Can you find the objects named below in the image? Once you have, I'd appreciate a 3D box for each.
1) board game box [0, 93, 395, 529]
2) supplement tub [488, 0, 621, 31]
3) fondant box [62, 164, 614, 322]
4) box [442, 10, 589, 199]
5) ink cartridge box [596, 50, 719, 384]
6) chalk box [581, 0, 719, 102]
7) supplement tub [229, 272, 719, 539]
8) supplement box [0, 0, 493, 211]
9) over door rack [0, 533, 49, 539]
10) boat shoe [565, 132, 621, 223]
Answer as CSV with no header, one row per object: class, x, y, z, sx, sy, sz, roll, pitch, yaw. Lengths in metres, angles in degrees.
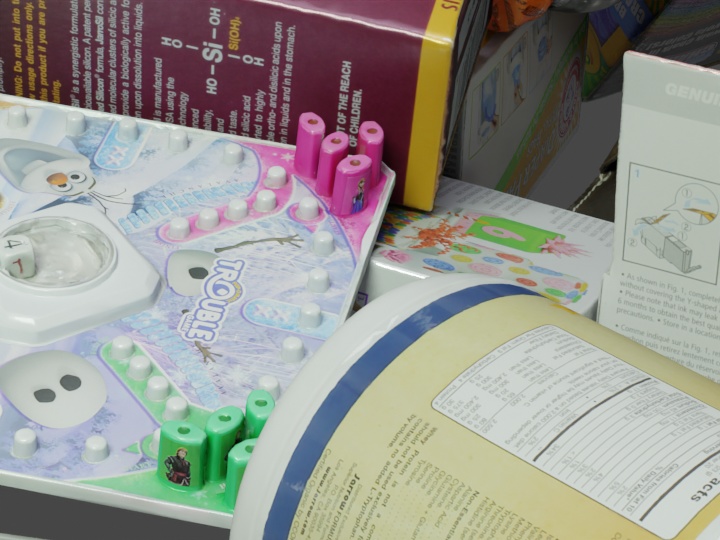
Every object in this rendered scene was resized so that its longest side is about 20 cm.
board game box,-0.102,-0.005,0.751,0.198,0.026,0.200,10,36,7
supplement tub,0.117,-0.189,0.951,0.199,0.123,0.122,-31,39,-18
fondant box,0.000,0.000,0.863,0.199,0.059,0.144,15,17,15
box,0.027,-0.083,1.021,0.112,0.102,0.200,12,29,17
ink cartridge box,0.178,0.022,0.755,0.199,0.177,0.045,16,31,23
chalk box,0.155,-0.173,1.132,0.124,0.200,0.124,-17,76,-25
supplement tub,0.074,0.099,0.632,0.144,0.145,0.199,-21,36,-38
supplement box,-0.053,-0.108,0.863,0.199,0.086,0.111,12,46,6
over door rack,-0.121,0.075,0.759,0.199,0.067,0.148,0,24,-37
boat shoe,0.137,-0.044,0.987,0.072,0.073,0.200,15,29,28
